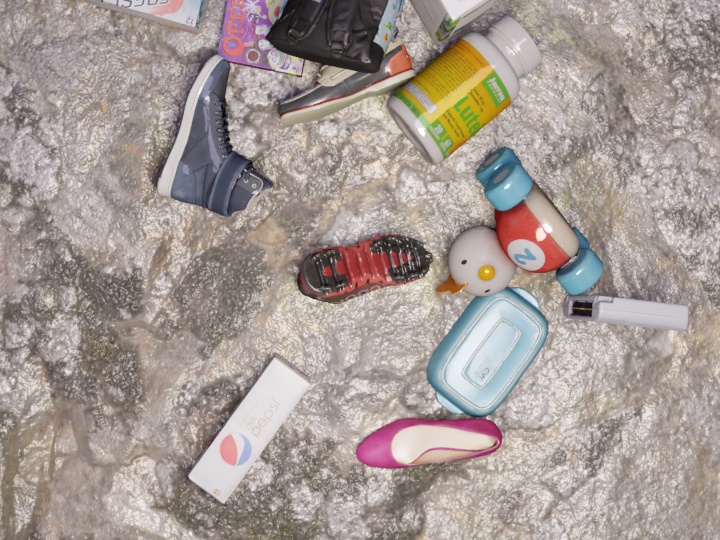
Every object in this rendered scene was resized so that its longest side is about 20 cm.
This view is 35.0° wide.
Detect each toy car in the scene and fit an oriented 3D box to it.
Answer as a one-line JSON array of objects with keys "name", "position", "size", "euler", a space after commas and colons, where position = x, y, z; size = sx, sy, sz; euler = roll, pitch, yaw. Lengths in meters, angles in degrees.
[{"name": "toy car", "position": [0.184, -0.022, 1.518], "size": [0.200, 0.177, 0.184], "euler": [-41, 105, 12]}]

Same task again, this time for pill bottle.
[{"name": "pill bottle", "position": [0.142, -0.245, 1.527], "size": [0.200, 0.111, 0.111], "euler": [-40, 93, -1]}]

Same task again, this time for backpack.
[{"name": "backpack", "position": [-0.010, -0.365, 1.493], "size": [0.162, 0.154, 0.202], "euler": [15, 92, 20]}]

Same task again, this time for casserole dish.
[{"name": "casserole dish", "position": [0.179, 0.113, 1.578], "size": [0.121, 0.039, 0.201], "euler": [36, 91, -3]}]

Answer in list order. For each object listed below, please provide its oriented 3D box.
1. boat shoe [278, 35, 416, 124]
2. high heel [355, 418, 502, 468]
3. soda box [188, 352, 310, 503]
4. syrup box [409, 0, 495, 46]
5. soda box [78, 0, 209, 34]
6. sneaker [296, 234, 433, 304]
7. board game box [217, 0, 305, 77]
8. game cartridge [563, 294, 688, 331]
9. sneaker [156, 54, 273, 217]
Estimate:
[{"name": "boat shoe", "position": [-0.023, -0.254, 1.539], "size": [0.198, 0.071, 0.063], "euler": [-22, 90, -4]}, {"name": "high heel", "position": [0.093, 0.239, 1.548], "size": [0.198, 0.096, 0.068], "euler": [-5, 92, -3]}, {"name": "soda box", "position": [-0.150, 0.212, 1.550], "size": [0.063, 0.068, 0.201], "euler": [36, 90, -3]}, {"name": "syrup box", "position": [0.121, -0.358, 1.477], "size": [0.078, 0.200, 0.082], "euler": [-31, 92, -1]}, {"name": "soda box", "position": [-0.303, -0.375, 1.522], "size": [0.198, 0.068, 0.064], "euler": [14, 91, -4]}, {"name": "sneaker", "position": [0.000, 0.000, 1.551], "size": [0.198, 0.098, 0.072], "euler": [-10, 80, -25]}, {"name": "board game box", "position": [-0.119, -0.374, 1.554], "size": [0.119, 0.032, 0.202], "euler": [10, 92, 1]}, {"name": "game cartridge", "position": [0.353, 0.056, 1.503], "size": [0.131, 0.200, 0.041], "euler": [3, 89, -2]}, {"name": "sneaker", "position": [-0.172, -0.172, 1.525], "size": [0.145, 0.077, 0.204], "euler": [22, 101, 8]}]
